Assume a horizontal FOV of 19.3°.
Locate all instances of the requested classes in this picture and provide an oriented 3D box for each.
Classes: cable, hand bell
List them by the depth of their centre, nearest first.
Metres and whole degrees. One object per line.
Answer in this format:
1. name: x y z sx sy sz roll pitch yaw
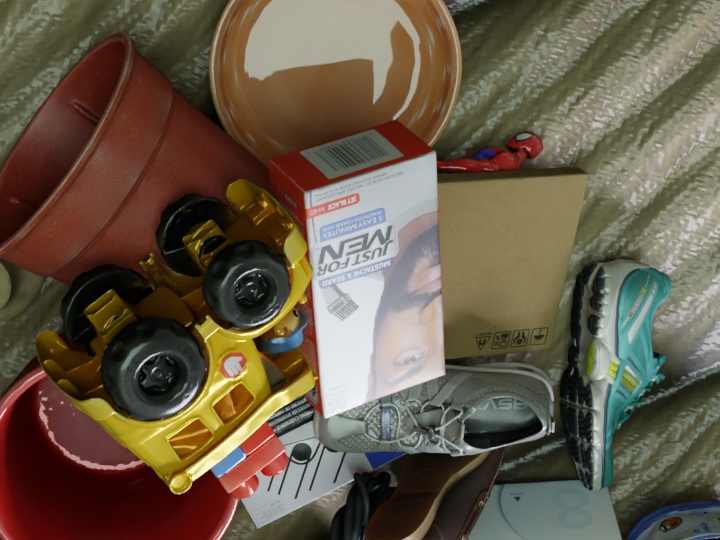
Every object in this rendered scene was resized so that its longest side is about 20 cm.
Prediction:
1. hand bell: -0.297 0.024 1.623 0.104 0.200 0.104 -2 107 -5
2. cable: -0.002 0.260 1.750 0.051 0.163 0.200 12 122 30

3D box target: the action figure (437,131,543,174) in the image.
1. action figure: 0.059 -0.063 1.694 0.200 0.065 0.052 -24 70 -15

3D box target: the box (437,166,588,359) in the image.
1. box: 0.080 -0.003 1.690 0.200 0.021 0.164 -4 119 -28

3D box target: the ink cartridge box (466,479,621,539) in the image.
1. ink cartridge box: 0.139 0.254 1.736 0.160 0.200 0.047 -2 125 -6

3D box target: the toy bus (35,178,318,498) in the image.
1. toy bus: -0.099 0.064 1.521 0.200 0.136 0.192 -40 120 -5

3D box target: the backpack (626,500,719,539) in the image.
1. backpack: 0.296 0.290 1.788 0.200 0.154 0.191 1 114 -14

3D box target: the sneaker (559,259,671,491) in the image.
1. sneaker: 0.216 0.090 1.762 0.080 0.078 0.200 3 106 -16

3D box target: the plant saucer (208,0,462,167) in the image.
1. plant saucer: -0.021 -0.162 1.681 0.200 0.037 0.200 -2 108 -5

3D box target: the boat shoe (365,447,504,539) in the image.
1. boat shoe: 0.065 0.191 1.729 0.070 0.200 0.070 -3 120 36

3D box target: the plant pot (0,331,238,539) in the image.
1. plant pot: -0.196 0.129 1.676 0.200 0.177 0.201 -2 106 -6

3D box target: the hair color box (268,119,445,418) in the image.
1. hair color box: 0.000 0.000 1.589 0.111 0.064 0.200 -19 126 -22

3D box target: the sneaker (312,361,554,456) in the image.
1. sneaker: 0.061 0.112 1.700 0.200 0.082 0.075 -8 109 -5

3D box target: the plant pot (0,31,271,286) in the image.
1. plant pot: -0.158 -0.047 1.630 0.195 0.201 0.201 34 101 -22

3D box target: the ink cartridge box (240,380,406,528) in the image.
1. ink cartridge box: -0.021 0.126 1.762 0.200 0.044 0.094 -27 109 2
